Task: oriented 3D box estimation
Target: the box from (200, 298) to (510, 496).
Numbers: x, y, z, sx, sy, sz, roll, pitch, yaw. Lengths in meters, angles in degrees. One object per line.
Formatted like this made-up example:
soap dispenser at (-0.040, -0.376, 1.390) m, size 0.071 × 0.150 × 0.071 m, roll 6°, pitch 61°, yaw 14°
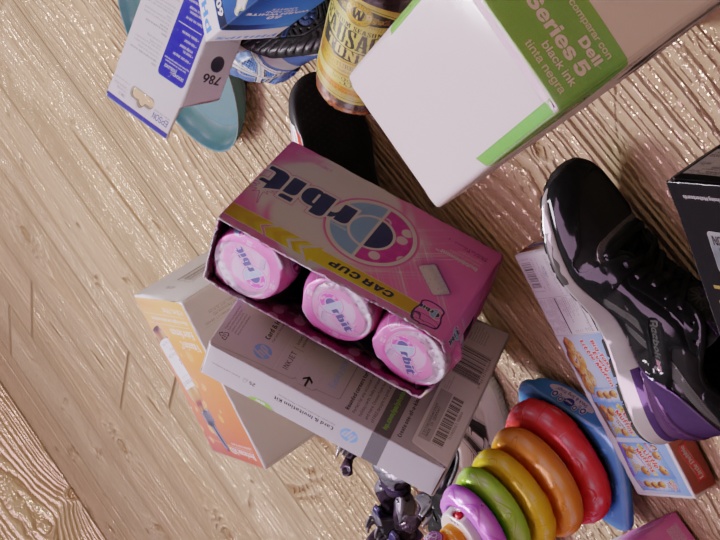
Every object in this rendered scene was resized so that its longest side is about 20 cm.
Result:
box at (-0.001, 0.063, 1.147) m, size 0.198 × 0.156 × 0.041 m, roll 28°, pitch 134°, yaw 3°

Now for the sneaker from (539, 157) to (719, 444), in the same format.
sneaker at (0.189, 0.014, 0.933) m, size 0.087 × 0.076 × 0.201 m, roll -11°, pitch 113°, yaw 50°

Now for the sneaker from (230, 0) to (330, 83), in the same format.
sneaker at (-0.065, -0.191, 1.187) m, size 0.077 × 0.077 × 0.199 m, roll 25°, pitch 169°, yaw -40°

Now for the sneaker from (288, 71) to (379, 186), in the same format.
sneaker at (-0.023, -0.063, 1.241) m, size 0.108 × 0.067 × 0.203 m, roll -2°, pitch 120°, yaw 61°

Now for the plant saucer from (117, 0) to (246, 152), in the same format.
plant saucer at (-0.163, -0.206, 1.396) m, size 0.200 × 0.027 × 0.201 m, roll 44°, pitch 152°, yaw 30°

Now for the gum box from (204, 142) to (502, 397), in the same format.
gum box at (0.000, 0.000, 1.114) m, size 0.199 × 0.114 × 0.067 m, roll 28°, pitch 133°, yaw 11°

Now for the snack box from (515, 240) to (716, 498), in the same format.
snack box at (0.178, 0.069, 1.054) m, size 0.201 × 0.024 × 0.072 m, roll 62°, pitch 156°, yaw -7°

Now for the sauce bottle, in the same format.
sauce bottle at (0.011, -0.189, 1.021) m, size 0.066 × 0.066 × 0.201 m, roll 48°, pitch 152°, yaw 21°

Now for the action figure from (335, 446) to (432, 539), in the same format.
action figure at (0.033, 0.219, 1.475) m, size 0.130 × 0.069 × 0.201 m, roll 45°, pitch 151°, yaw 39°

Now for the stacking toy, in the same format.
stacking toy at (0.101, 0.181, 1.123) m, size 0.116 × 0.199 × 0.111 m, roll 32°, pitch 146°, yaw 46°

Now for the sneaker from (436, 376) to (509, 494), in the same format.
sneaker at (0.095, 0.175, 1.273) m, size 0.075 × 0.087 × 0.202 m, roll 4°, pitch 124°, yaw 60°

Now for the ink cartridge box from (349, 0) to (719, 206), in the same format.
ink cartridge box at (0.111, -0.133, 0.723) m, size 0.084 × 0.199 × 0.145 m, roll 54°, pitch 157°, yaw 1°

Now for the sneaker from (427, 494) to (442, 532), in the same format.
sneaker at (0.086, 0.216, 1.373) m, size 0.201 × 0.060 × 0.104 m, roll 54°, pitch 152°, yaw 3°

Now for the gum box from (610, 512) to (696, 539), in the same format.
gum box at (0.184, 0.265, 1.170) m, size 0.066 × 0.113 × 0.200 m, roll 54°, pitch 157°, yaw 9°

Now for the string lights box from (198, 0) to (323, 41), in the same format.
string lights box at (-0.054, -0.229, 0.999) m, size 0.200 × 0.058 × 0.104 m, roll -17°, pitch 82°, yaw 64°

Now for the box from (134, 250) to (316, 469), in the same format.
box at (-0.132, 0.091, 1.596) m, size 0.152 × 0.106 × 0.202 m, roll 2°, pitch 120°, yaw 63°

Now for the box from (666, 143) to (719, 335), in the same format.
box at (0.265, 0.017, 0.784) m, size 0.199 × 0.050 × 0.159 m, roll 14°, pitch 131°, yaw 58°

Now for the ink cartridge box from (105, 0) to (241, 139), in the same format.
ink cartridge box at (-0.128, -0.208, 1.165) m, size 0.099 × 0.039 × 0.202 m, roll 36°, pitch 107°, yaw 41°
